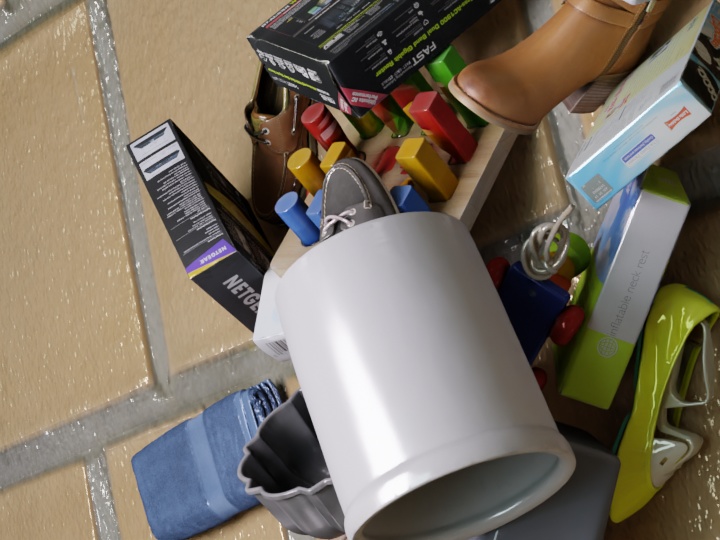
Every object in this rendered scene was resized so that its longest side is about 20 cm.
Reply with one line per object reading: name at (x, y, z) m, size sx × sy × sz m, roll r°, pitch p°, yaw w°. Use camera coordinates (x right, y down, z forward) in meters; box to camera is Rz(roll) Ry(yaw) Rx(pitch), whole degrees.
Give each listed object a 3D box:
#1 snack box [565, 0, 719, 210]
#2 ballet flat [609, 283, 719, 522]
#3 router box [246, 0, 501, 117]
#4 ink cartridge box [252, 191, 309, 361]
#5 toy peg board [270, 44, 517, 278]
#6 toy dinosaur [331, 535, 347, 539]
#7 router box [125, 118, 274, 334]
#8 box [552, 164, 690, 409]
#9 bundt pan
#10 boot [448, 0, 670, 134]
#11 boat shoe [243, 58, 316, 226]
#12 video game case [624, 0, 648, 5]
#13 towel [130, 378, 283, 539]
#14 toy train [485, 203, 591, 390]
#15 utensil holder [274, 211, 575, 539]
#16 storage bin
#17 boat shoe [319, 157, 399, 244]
snack box at (0.226, -0.129, 1.347) m, size 0.037 × 0.200 × 0.116 m, roll 45°, pitch 121°, yaw -6°
ballet flat at (0.242, 0.111, 1.404) m, size 0.067 × 0.067 × 0.200 m, roll 15°, pitch 97°, yaw 29°
router box at (0.020, -0.226, 1.531) m, size 0.200 × 0.062 × 0.150 m, roll -40°, pitch 32°, yaw -13°
ink cartridge box at (-0.008, -0.026, 1.587) m, size 0.160 × 0.047 × 0.200 m, roll -16°, pitch 52°, yaw 32°
toy peg board at (0.014, -0.101, 1.536) m, size 0.200 × 0.098 × 0.199 m, roll -2°, pitch 50°, yaw 43°
toy dinosaur at (0.001, 0.162, 1.612) m, size 0.136 × 0.086 × 0.200 m, roll 39°, pitch 118°, yaw 37°
router box at (-0.132, -0.033, 1.669) m, size 0.052 × 0.200 × 0.157 m, roll -31°, pitch 63°, yaw 5°
box at (0.208, -0.003, 1.405) m, size 0.048 × 0.122 × 0.200 m, roll 19°, pitch 105°, yaw -1°
bundt pan at (0.003, 0.148, 1.458) m, size 0.202 × 0.202 × 0.076 m, roll -10°, pitch 118°, yaw 42°
boot at (0.164, -0.192, 1.395) m, size 0.074 × 0.200 × 0.155 m, roll 47°, pitch 127°, yaw 21°
boat shoe at (-0.084, -0.143, 1.716) m, size 0.072 × 0.068 × 0.200 m, roll 14°, pitch 98°, yaw 41°
video game case at (0.214, -0.265, 1.361) m, size 0.182 × 0.200 × 0.022 m, roll 37°, pitch 134°, yaw 38°
towel at (-0.143, 0.195, 1.767) m, size 0.200 × 0.049 × 0.112 m, roll -30°, pitch 67°, yaw 37°
toy train at (0.149, 0.003, 1.382) m, size 0.085 × 0.116 × 0.200 m, roll 33°, pitch 128°, yaw 10°
utensil holder at (0.040, 0.082, 1.286) m, size 0.170 × 0.170 × 0.200 m, roll -41°, pitch 58°, yaw 34°
storage bin at (0.129, 0.187, 1.412) m, size 0.145 × 0.200 × 0.134 m, roll 17°, pitch 91°, yaw -3°
boat shoe at (0.000, 0.000, 1.428) m, size 0.067 × 0.057 × 0.200 m, roll -24°, pitch 73°, yaw 37°
